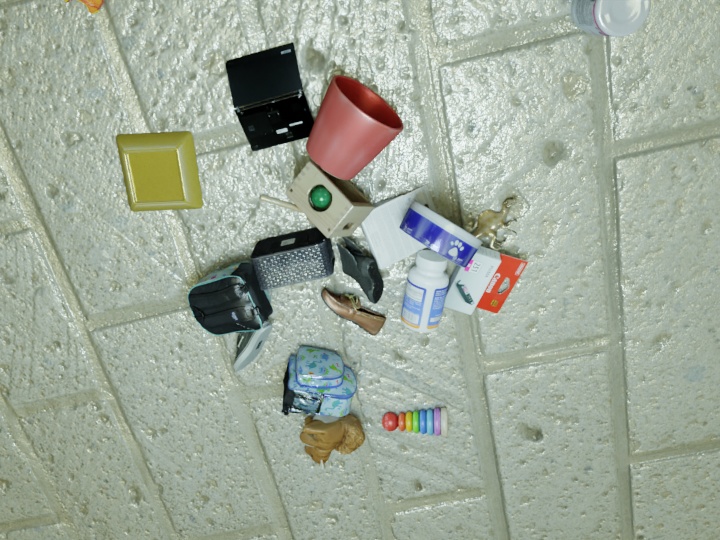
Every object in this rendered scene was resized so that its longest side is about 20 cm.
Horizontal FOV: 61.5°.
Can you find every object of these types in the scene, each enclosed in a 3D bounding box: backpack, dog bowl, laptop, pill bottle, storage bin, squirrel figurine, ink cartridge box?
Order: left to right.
[{"bbox_3d":[-0.347,0.075,1.608,0.197,0.154,0.178,-17,113,17],"label":"backpack"},{"bbox_3d":[-0.215,-0.418,1.481,0.175,0.104,0.201,-13,138,6],"label":"laptop"},{"bbox_3d":[-0.172,-0.034,1.572,0.197,0.136,0.095,-11,113,5],"label":"storage bin"},{"bbox_3d":[-0.109,0.314,1.694,0.197,0.184,0.149,13,114,-11],"label":"backpack"},{"bbox_3d":[-0.083,0.504,1.802,0.197,0.142,0.189,10,119,-1],"label":"squirrel figurine"},{"bbox_3d":[0.106,-0.117,1.595,0.198,0.050,0.163,-27,111,-9],"label":"ink cartridge box"},{"bbox_3d":[0.175,0.053,1.619,0.110,0.112,0.203,8,112,-3],"label":"pill bottle"},{"bbox_3d":[0.197,-0.090,1.496,0.198,0.200,0.079,30,98,-11],"label":"dog bowl"},{"bbox_3d":[0.330,0.037,1.622,0.171,0.044,0.202,17,127,-5],"label":"ink cartridge box"},{"bbox_3d":[0.531,-0.568,1.306,0.111,0.201,0.115,0,113,1],"label":"pill bottle"}]

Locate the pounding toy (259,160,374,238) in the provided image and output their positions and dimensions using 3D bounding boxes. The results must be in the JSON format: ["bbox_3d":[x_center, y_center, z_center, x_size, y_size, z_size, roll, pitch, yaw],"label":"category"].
[{"bbox_3d":[-0.101,-0.165,1.465,0.184,0.200,0.142,46,108,11],"label":"pounding toy"}]

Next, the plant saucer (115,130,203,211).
[{"bbox_3d":[-0.514,-0.243,1.537,0.197,0.049,0.203,-2,113,2],"label":"plant saucer"}]

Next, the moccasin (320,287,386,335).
[{"bbox_3d":[-0.019,0.102,1.664,0.200,0.074,0.078,32,101,-9],"label":"moccasin"}]

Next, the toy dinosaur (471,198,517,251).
[{"bbox_3d":[0.341,-0.105,1.593,0.199,0.058,0.101,-40,92,12],"label":"toy dinosaur"}]

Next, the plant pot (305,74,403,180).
[{"bbox_3d":[-0.027,-0.327,1.431,0.199,0.201,0.178,33,119,-13],"label":"plant pot"}]

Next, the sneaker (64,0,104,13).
[{"bbox_3d":[-0.675,-0.651,1.356,0.199,0.073,0.077,34,119,-10],"label":"sneaker"}]

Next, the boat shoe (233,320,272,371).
[{"bbox_3d":[-0.315,0.203,1.718,0.064,0.070,0.201,45,119,18],"label":"boat shoe"}]

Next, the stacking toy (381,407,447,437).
[{"bbox_3d":[0.162,0.452,1.813,0.197,0.086,0.087,0,113,9],"label":"stacking toy"}]

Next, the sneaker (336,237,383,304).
[{"bbox_3d":[-0.002,0.002,1.626,0.103,0.060,0.201,23,148,28],"label":"sneaker"}]
